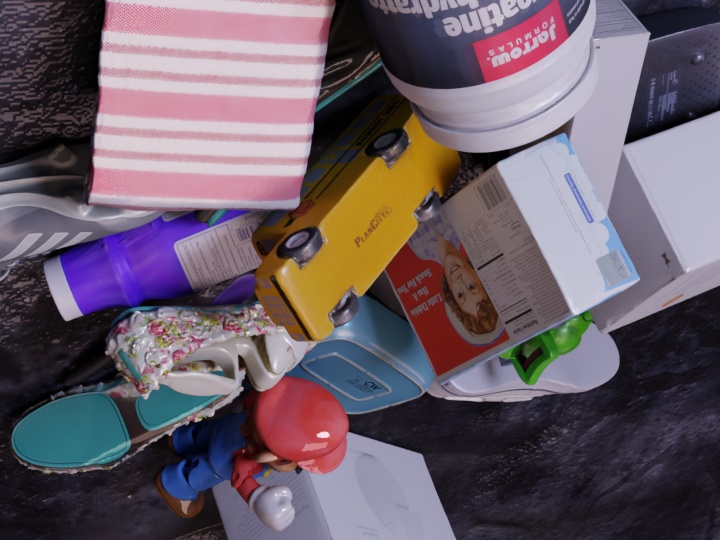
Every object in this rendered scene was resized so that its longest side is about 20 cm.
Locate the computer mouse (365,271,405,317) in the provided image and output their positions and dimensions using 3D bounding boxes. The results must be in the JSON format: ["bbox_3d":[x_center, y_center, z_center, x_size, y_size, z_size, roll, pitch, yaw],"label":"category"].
[{"bbox_3d":[0.000,0.000,1.188,0.139,0.046,0.201,-27,143,0],"label":"computer mouse"}]

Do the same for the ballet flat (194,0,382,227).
[{"bbox_3d":[-0.054,-0.119,1.004,0.200,0.068,0.068,-42,-176,6],"label":"ballet flat"}]

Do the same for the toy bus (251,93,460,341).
[{"bbox_3d":[-0.007,-0.040,1.019,0.200,0.078,0.065,-50,124,-32],"label":"toy bus"}]

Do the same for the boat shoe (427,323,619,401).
[{"bbox_3d":[0.146,0.089,1.374,0.198,0.072,0.070,-7,167,-29],"label":"boat shoe"}]

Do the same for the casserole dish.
[{"bbox_3d":[-0.012,0.075,1.248,0.120,0.039,0.200,-18,149,26],"label":"casserole dish"}]

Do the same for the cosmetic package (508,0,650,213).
[{"bbox_3d":[0.150,-0.102,1.056,0.050,0.083,0.201,-8,132,-16],"label":"cosmetic package"}]

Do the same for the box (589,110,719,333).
[{"bbox_3d":[0.277,-0.051,1.175,0.198,0.107,0.152,-20,167,-23],"label":"box"}]

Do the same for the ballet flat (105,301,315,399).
[{"bbox_3d":[-0.095,0.060,1.087,0.198,0.064,0.076,-5,149,-38],"label":"ballet flat"}]

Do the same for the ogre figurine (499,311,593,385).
[{"bbox_3d":[0.146,0.026,1.257,0.199,0.098,0.121,-20,143,-46],"label":"ogre figurine"}]

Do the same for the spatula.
[{"bbox_3d":[-0.156,0.049,1.153,0.199,0.021,0.056,-24,172,24],"label":"spatula"}]

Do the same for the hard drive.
[{"bbox_3d":[0.184,-0.129,1.142,0.198,0.043,0.136,-19,142,-8],"label":"hard drive"}]

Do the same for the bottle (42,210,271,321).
[{"bbox_3d":[-0.130,-0.021,1.073,0.198,0.066,0.084,-22,149,-4],"label":"bottle"}]

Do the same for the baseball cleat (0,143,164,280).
[{"bbox_3d":[-0.228,-0.034,1.014,0.198,0.070,0.107,-4,146,-12],"label":"baseball cleat"}]

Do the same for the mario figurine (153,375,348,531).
[{"bbox_3d":[-0.079,0.156,1.235,0.199,0.125,0.105,-22,167,42],"label":"mario figurine"}]

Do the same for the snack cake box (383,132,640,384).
[{"bbox_3d":[0.100,-0.003,1.067,0.067,0.116,0.200,-25,175,-30],"label":"snack cake box"}]

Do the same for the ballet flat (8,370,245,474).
[{"bbox_3d":[-0.186,0.116,1.210,0.198,0.076,0.064,-18,177,-1],"label":"ballet flat"}]

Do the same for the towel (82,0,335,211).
[{"bbox_3d":[-0.094,-0.131,0.927,0.145,0.030,0.202,2,116,-19],"label":"towel"}]

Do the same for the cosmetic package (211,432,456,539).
[{"bbox_3d":[-0.009,0.268,1.376,0.123,0.201,0.198,-43,139,23],"label":"cosmetic package"}]

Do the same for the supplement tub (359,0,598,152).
[{"bbox_3d":[0.063,-0.187,0.894,0.139,0.141,0.201,-25,129,0],"label":"supplement tub"}]
